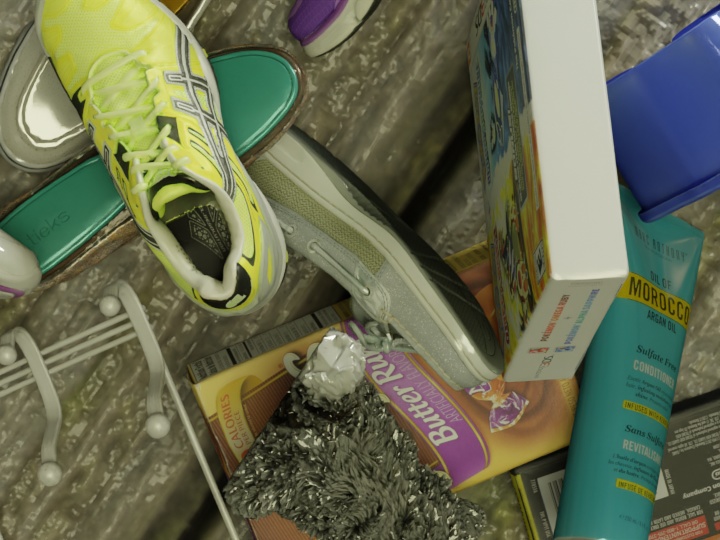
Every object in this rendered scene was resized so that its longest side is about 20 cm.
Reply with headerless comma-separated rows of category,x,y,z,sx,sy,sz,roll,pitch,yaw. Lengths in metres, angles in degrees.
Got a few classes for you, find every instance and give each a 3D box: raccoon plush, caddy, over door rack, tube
raccoon plush,0.008,0.113,1.509,0.134,0.200,0.097,34,80,1
caddy,0.207,-0.089,1.556,0.141,0.200,0.105,-34,91,-17
over door rack,-0.146,0.123,1.575,0.147,0.067,0.201,-23,100,19
tube,0.147,0.059,1.607,0.077,0.050,0.201,29,65,-44

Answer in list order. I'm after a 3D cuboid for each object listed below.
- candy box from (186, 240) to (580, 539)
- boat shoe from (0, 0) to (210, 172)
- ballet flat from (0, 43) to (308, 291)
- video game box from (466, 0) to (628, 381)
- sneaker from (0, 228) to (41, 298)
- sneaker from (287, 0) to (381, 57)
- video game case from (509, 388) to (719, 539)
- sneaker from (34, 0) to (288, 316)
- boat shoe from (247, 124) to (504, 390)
candy box,0.017,0.072,1.622,0.199,0.056,0.117,-23,102,-3
boat shoe,-0.124,-0.133,1.560,0.071,0.070,0.200,42,91,-12
ballet flat,-0.113,-0.056,1.575,0.199,0.067,0.068,-30,79,5
video game box,0.093,-0.063,1.513,0.047,0.182,0.201,-4,72,-4
sneaker,-0.238,-0.063,1.530,0.200,0.075,0.100,36,84,12
sneaker,-0.003,-0.205,1.544,0.083,0.081,0.201,25,125,6
video game case,0.202,0.163,1.678,0.199,0.026,0.181,-18,101,-6
sneaker,-0.099,-0.068,1.498,0.075,0.076,0.200,-33,93,6
boat shoe,-0.001,-0.001,1.561,0.065,0.074,0.202,-48,64,8
